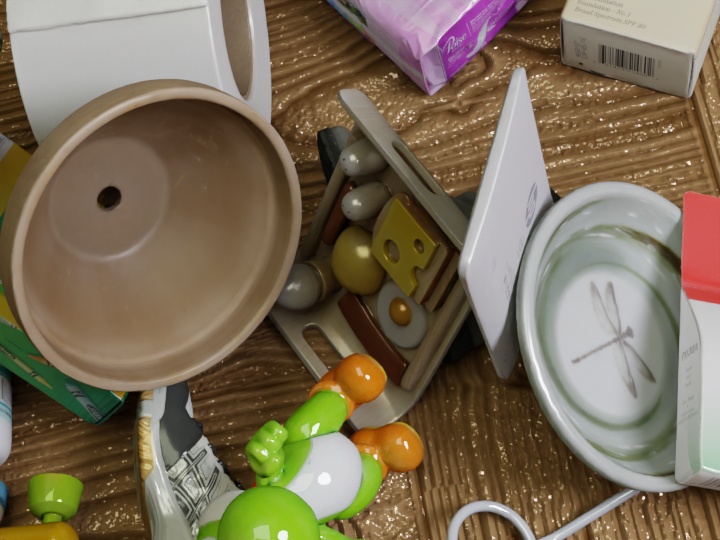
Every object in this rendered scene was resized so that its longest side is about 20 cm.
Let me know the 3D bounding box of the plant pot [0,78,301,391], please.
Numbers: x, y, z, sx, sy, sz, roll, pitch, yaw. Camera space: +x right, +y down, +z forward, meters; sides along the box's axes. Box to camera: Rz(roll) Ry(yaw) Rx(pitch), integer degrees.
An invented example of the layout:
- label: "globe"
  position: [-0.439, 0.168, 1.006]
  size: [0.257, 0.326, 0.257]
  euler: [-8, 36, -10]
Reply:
- label: "plant pot"
  position: [-0.144, -0.032, 0.927]
  size: [0.201, 0.201, 0.093]
  euler: [-45, 40, -9]

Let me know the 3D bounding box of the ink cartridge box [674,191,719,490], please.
- label: "ink cartridge box"
  position: [0.284, 0.048, 0.922]
  size: [0.160, 0.050, 0.202]
  euler: [10, 72, -9]

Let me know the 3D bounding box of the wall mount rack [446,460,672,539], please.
- label: "wall mount rack"
  position: [0.147, 0.212, 0.900]
  size: [0.173, 0.075, 0.201]
  euler: [-16, 65, -28]

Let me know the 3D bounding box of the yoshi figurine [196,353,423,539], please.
- label: "yoshi figurine"
  position: [-0.032, 0.138, 0.886]
  size: [0.112, 0.113, 0.200]
  euler: [27, 44, 21]

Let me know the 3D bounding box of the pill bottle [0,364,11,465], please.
- label: "pill bottle"
  position: [-0.303, 0.040, 1.022]
  size: [0.110, 0.111, 0.202]
  euler: [-9, 67, 7]

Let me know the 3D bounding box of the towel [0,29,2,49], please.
- label: "towel"
  position: [-0.293, -0.082, 0.938]
  size: [0.023, 0.200, 0.153]
  euler: [40, 107, -17]

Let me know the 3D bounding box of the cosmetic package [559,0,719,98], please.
- label: "cosmetic package"
  position: [0.225, -0.239, 1.056]
  size: [0.103, 0.073, 0.201]
  euler: [17, 74, 15]

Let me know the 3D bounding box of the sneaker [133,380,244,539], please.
- label: "sneaker"
  position: [-0.106, 0.156, 0.974]
  size: [0.087, 0.076, 0.201]
  euler: [-6, 68, -12]

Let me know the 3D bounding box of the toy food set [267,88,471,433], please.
- label: "toy food set"
  position: [0.000, 0.000, 0.952]
  size: [0.060, 0.201, 0.144]
  euler: [-21, 61, -36]

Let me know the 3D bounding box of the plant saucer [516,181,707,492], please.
- label: "plant saucer"
  position: [0.167, 0.045, 0.933]
  size: [0.199, 0.050, 0.202]
  euler: [12, 69, -32]

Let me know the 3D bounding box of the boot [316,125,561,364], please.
- label: "boot"
  position: [0.065, -0.041, 1.022]
  size: [0.130, 0.068, 0.201]
  euler: [-31, 73, -10]

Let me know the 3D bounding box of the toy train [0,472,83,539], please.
- label: "toy train"
  position: [-0.204, 0.186, 0.955]
  size: [0.198, 0.085, 0.116]
  euler: [-10, 54, 19]

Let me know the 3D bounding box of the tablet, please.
- label: "tablet"
  position: [0.093, -0.022, 0.880]
  size: [0.014, 0.200, 0.131]
  euler: [12, 72, 16]

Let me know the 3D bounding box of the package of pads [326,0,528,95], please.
- label: "package of pads"
  position: [0.026, -0.241, 1.090]
  size: [0.120, 0.076, 0.200]
  euler: [-43, 68, -6]

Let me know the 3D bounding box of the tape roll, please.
- label: "tape roll"
  position: [-0.150, -0.168, 1.026]
  size: [0.138, 0.203, 0.204]
  euler: [-5, 68, 9]

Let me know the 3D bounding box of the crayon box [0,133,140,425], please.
- label: "crayon box"
  position: [-0.225, -0.002, 0.983]
  size: [0.199, 0.058, 0.119]
  euler: [36, 53, -13]
